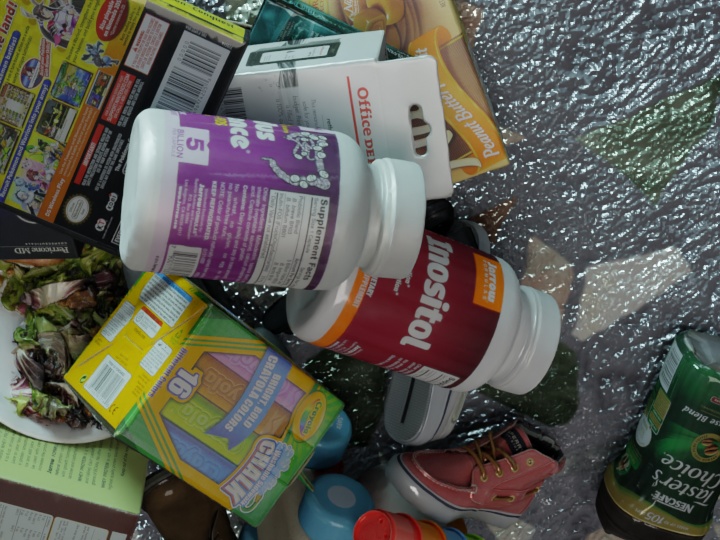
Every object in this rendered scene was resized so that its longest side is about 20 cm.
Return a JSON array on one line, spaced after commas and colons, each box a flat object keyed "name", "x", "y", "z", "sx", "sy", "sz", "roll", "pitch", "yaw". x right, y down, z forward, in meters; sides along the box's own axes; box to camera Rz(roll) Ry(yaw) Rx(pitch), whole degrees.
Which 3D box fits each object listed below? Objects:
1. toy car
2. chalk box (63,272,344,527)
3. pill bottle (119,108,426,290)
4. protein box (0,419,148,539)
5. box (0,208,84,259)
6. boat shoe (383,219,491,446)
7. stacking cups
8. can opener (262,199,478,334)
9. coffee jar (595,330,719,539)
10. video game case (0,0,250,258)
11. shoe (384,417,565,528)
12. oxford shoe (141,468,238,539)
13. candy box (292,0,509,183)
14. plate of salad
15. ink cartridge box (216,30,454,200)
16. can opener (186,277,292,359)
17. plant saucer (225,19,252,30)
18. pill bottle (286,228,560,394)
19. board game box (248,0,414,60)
[{"name": "toy car", "x": 0.013, "y": 0.232, "z": 1.311, "sx": 0.198, "sy": 0.177, "sz": 0.185, "roll": 6, "pitch": 128, "yaw": -20}, {"name": "chalk box", "x": -0.105, "y": 0.105, "z": 1.156, "sx": 0.200, "sy": 0.124, "sz": 0.124, "roll": 39, "pitch": 85, "yaw": -35}, {"name": "pill bottle", "x": -0.060, "y": -0.046, "z": 1.016, "sx": 0.198, "sy": 0.112, "sz": 0.113, "roll": 6, "pitch": 117, "yaw": -15}, {"name": "protein box", "x": -0.287, "y": 0.166, "z": 1.228, "sx": 0.199, "sy": 0.199, "sz": 0.136, "roll": 17, "pitch": 117, "yaw": -12}, {"name": "box", "x": -0.317, "y": -0.083, "z": 1.141, "sx": 0.198, "sy": 0.079, "sz": 0.142, "roll": -1, "pitch": 130, "yaw": 8}, {"name": "boat shoe", "x": 0.073, "y": 0.053, "z": 1.276, "sx": 0.067, "sy": 0.073, "sz": 0.201, "roll": 5, "pitch": 109, "yaw": -52}, {"name": "stacking cups", "x": 0.058, "y": 0.241, "z": 1.237, "sx": 0.060, "sy": 0.061, "sz": 0.200, "roll": -42, "pitch": 143, "yaw": 16}, {"name": "can opener", "x": 0.000, "y": 0.000, "z": 1.238, "sx": 0.199, "sy": 0.079, "sz": 0.063, "roll": -28, "pitch": 157, "yaw": 17}, {"name": "coffee jar", "x": 0.292, "y": 0.160, "z": 1.329, "sx": 0.104, "sy": 0.085, "sz": 0.201, "roll": 17, "pitch": 115, "yaw": -12}, {"name": "video game case", "x": -0.198, "y": -0.119, "z": 1.043, "sx": 0.180, "sy": 0.026, "sz": 0.201, "roll": 23, "pitch": 118, "yaw": -12}, {"name": "shoe", "x": 0.105, "y": 0.170, "z": 1.296, "sx": 0.091, "sy": 0.072, "sz": 0.200, "roll": -49, "pitch": 145, "yaw": 14}, {"name": "oxford shoe", "x": -0.138, "y": 0.226, "z": 1.286, "sx": 0.072, "sy": 0.085, "sz": 0.200, "roll": -27, "pitch": 148, "yaw": -5}, {"name": "candy box", "x": 0.032, "y": -0.159, "z": 1.165, "sx": 0.115, "sy": 0.055, "sz": 0.201, "roll": -18, "pitch": 117, "yaw": 10}, {"name": "plate of salad", "x": -0.233, "y": 0.038, "z": 1.190, "sx": 0.199, "sy": 0.201, "sz": 0.048, "roll": 24, "pitch": 155, "yaw": -15}, {"name": "ink cartridge box", "x": -0.033, "y": -0.107, "z": 1.093, "sx": 0.198, "sy": 0.068, "sz": 0.117, "roll": -5, "pitch": 118, "yaw": 9}, {"name": "can opener", "x": -0.117, "y": 0.032, "z": 1.234, "sx": 0.066, "sy": 0.053, "sz": 0.201, "roll": -18, "pitch": 129, "yaw": 17}, {"name": "plant saucer", "x": -0.117, "y": -0.111, "z": 1.194, "sx": 0.198, "sy": 0.035, "sz": 0.202, "roll": -1, "pitch": 118, "yaw": -3}, {"name": "pill bottle", "x": 0.052, "y": 0.028, "z": 1.154, "sx": 0.199, "sy": 0.113, "sz": 0.113, "roll": 19, "pitch": 114, "yaw": -21}, {"name": "board game box", "x": -0.052, "y": -0.103, "z": 1.153, "sx": 0.135, "sy": 0.028, "sz": 0.201, "roll": 25, "pitch": 118, "yaw": -9}]
